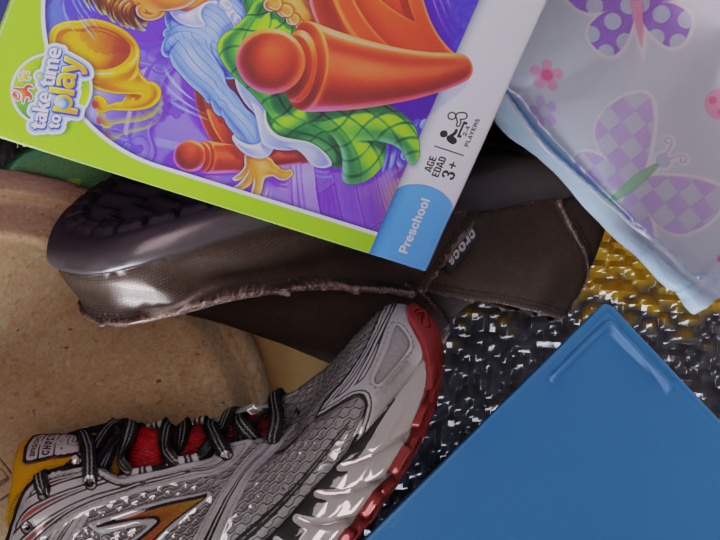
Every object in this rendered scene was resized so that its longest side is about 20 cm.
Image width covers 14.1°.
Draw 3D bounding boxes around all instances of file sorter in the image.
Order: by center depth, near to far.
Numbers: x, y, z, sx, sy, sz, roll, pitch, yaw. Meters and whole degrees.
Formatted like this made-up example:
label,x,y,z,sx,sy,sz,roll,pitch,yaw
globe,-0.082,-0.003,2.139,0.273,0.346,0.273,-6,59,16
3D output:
label,x,y,z,sx,sy,sz,roll,pitch,yaw
file sorter,0.035,0.138,0.844,0.139,0.123,0.200,47,63,2

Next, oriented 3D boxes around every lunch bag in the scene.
label,x,y,z,sx,sy,sz,roll,pitch,yaw
lunch bag,0.110,-0.113,0.877,0.170,0.127,0.200,43,81,2

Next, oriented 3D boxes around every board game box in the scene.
label,x,y,z,sx,sy,sz,roll,pitch,yaw
board game box,-0.008,-0.113,0.749,0.134,0.045,0.200,17,111,-19

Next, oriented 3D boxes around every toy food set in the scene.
label,x,y,z,sx,sy,sz,roll,pitch,yaw
toy food set,-0.122,0.053,0.902,0.198,0.049,0.200,38,103,-22

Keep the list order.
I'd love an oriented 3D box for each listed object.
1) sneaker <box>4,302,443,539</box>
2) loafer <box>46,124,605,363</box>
label,x,y,z,sx,sy,sz,roll,pitch,yaw
sneaker,-0.059,0.072,0.837,0.200,0.078,0.082,-38,94,10
loafer,0.000,0.000,0.870,0.199,0.073,0.071,-7,103,-33
